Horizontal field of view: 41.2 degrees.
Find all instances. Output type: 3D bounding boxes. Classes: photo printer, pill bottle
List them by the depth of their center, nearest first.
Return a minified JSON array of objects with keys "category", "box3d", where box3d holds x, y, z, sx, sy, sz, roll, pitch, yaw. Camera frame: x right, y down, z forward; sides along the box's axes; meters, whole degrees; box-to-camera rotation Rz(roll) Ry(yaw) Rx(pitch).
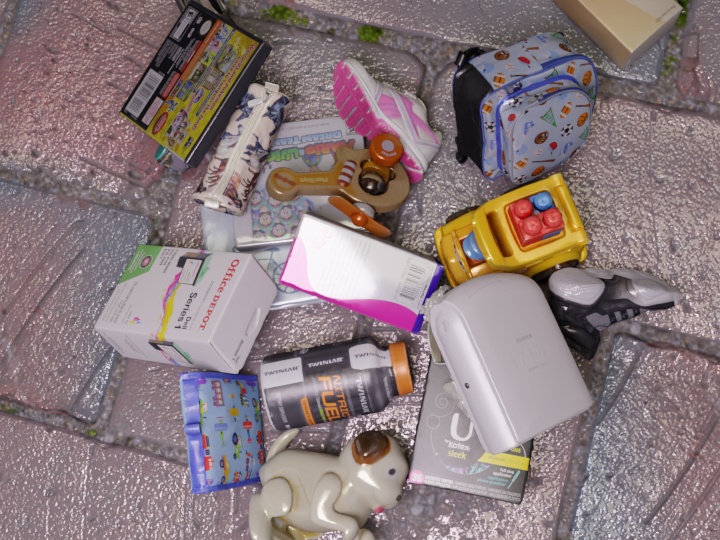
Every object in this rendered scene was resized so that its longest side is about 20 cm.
[{"category":"photo printer","box3d":[0.177,0.101,1.148,0.166,0.069,0.200,-14,77,-41]},{"category":"pill bottle","box3d":[-0.029,0.150,1.307,0.200,0.106,0.106,-12,80,4]}]

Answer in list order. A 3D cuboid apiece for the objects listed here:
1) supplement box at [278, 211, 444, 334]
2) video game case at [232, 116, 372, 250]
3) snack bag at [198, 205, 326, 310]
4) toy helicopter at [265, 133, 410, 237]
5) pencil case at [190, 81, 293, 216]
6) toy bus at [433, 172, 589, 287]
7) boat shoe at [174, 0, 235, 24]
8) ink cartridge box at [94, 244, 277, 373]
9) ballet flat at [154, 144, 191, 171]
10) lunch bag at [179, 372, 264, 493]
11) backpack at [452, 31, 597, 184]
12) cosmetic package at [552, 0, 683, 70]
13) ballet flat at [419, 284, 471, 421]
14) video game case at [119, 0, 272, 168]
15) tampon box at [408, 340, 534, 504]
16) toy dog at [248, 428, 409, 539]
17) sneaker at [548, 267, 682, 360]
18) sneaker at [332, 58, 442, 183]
[{"category":"supplement box","box3d":[0.000,0.000,1.306,0.200,0.103,0.101,21,96,-3]},{"category":"video game case","box3d":[-0.088,-0.128,1.384,0.200,0.024,0.182,-6,76,2]},{"category":"snack bag","box3d":[-0.141,-0.038,1.392,0.188,0.021,0.200,-10,77,3]},{"category":"toy helicopter","box3d":[-0.028,-0.110,1.298,0.200,0.079,0.132,-3,66,-17]},{"category":"pencil case","box3d":[-0.166,-0.168,1.342,0.078,0.089,0.200,22,80,9]},{"category":"toy bus","box3d":[0.202,-0.046,1.274,0.200,0.192,0.136,-21,81,3]},{"category":"boat shoe","box3d":[-0.239,-0.390,1.440,0.067,0.057,0.200,-32,79,0]},{"category":"ink cartridge box","box3d":[-0.235,0.049,1.300,0.200,0.084,0.145,5,57,29]},{"category":"ballet flat","box3d":[-0.236,-0.237,1.417,0.072,0.072,0.200,23,87,9]},{"category":"lunch bag","box3d":[-0.192,0.213,1.265,0.094,0.200,0.151,-7,80,4]},{"category":"backpack","box3d":[0.231,-0.227,1.300,0.190,0.200,0.154,-33,59,-15]},{"category":"cosmetic package","box3d":[0.351,-0.399,1.376,0.105,0.071,0.200,-42,79,-2]},{"category":"ballet flat","box3d":[0.126,0.118,1.198,0.072,0.072,0.200,-18,76,3]},{"category":"video game case","box3d":[-0.238,-0.268,1.364,0.181,0.025,0.200,36,95,35]},{"category":"tampon box","box3d":[0.154,0.193,1.271,0.150,0.126,0.200,9,82,6]},{"category":"toy dog","box3d":[-0.028,0.287,1.272,0.200,0.140,0.194,-23,42,15]},{"category":"sneaker","box3d":[0.336,0.059,1.304,0.200,0.075,0.114,3,115,-19]},{"category":"sneaker","box3d":[0.040,-0.224,1.370,0.088,0.081,0.200,-44,101,-29]}]
